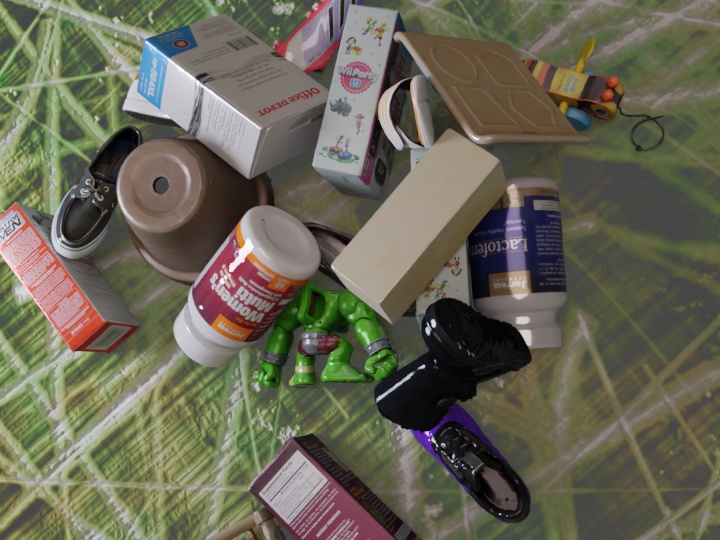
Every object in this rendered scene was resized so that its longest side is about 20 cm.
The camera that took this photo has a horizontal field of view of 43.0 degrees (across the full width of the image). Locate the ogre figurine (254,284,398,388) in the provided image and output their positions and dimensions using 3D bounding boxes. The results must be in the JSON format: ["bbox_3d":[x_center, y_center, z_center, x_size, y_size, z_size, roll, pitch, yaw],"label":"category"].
[{"bbox_3d":[-0.044,0.082,1.137,0.199,0.097,0.121,-14,71,51],"label":"ogre figurine"}]

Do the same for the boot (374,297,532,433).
[{"bbox_3d":[0.079,0.113,1.003,0.168,0.199,0.077,-36,61,23],"label":"boot"}]

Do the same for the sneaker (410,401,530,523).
[{"bbox_3d":[0.131,0.221,1.096,0.200,0.100,0.070,44,89,11],"label":"sneaker"}]

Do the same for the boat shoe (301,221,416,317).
[{"bbox_3d":[0.000,0.000,1.164,0.199,0.057,0.067,30,86,10],"label":"boat shoe"}]

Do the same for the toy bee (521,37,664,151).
[{"bbox_3d":[0.281,-0.224,1.126,0.198,0.109,0.132,1,82,8],"label":"toy bee"}]

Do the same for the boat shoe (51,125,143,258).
[{"bbox_3d":[-0.339,-0.107,1.182,0.068,0.057,0.201,25,56,-8],"label":"boat shoe"}]

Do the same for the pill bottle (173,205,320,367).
[{"bbox_3d":[-0.144,0.024,1.122,0.110,0.109,0.200,48,121,11],"label":"pill bottle"}]

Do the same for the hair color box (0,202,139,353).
[{"bbox_3d":[-0.387,0.013,1.193,0.064,0.111,0.200,-39,79,3],"label":"hair color box"}]

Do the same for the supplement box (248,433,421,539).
[{"bbox_3d":[-0.028,0.297,1.106,0.200,0.110,0.086,42,91,11],"label":"supplement box"}]

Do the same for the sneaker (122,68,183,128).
[{"bbox_3d":[-0.215,-0.229,1.215,0.198,0.073,0.086,14,83,8],"label":"sneaker"}]

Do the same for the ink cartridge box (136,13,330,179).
[{"bbox_3d":[-0.154,-0.219,1.133,0.200,0.146,0.085,39,132,16],"label":"ink cartridge box"}]

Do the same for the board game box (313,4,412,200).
[{"bbox_3d":[0.008,-0.203,1.134,0.064,0.148,0.202,10,85,12],"label":"board game box"}]

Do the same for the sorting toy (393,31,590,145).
[{"bbox_3d":[0.150,-0.205,1.060,0.201,0.184,0.037,56,133,30],"label":"sorting toy"}]

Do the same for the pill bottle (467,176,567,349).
[{"bbox_3d":[0.190,-0.005,1.107,0.114,0.116,0.202,-5,85,8],"label":"pill bottle"}]

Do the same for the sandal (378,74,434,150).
[{"bbox_3d":[0.052,-0.174,1.054,0.059,0.207,0.080,-9,95,4],"label":"sandal"}]

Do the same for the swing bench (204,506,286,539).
[{"bbox_3d":[-0.146,0.417,1.104,0.199,0.130,0.200,-28,80,-1],"label":"swing bench"}]

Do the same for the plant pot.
[{"bbox_3d":[-0.223,-0.089,1.150,0.198,0.175,0.203,-1,84,9],"label":"plant pot"}]

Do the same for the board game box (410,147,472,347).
[{"bbox_3d":[0.098,-0.025,1.089,0.064,0.148,0.202,-5,70,7],"label":"board game box"}]

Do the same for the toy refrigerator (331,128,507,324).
[{"bbox_3d":[0.066,-0.047,0.989,0.076,0.070,0.200,36,81,27],"label":"toy refrigerator"}]

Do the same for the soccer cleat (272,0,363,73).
[{"bbox_3d":[-0.051,-0.310,1.212,0.200,0.067,0.077,-43,101,-1],"label":"soccer cleat"}]
